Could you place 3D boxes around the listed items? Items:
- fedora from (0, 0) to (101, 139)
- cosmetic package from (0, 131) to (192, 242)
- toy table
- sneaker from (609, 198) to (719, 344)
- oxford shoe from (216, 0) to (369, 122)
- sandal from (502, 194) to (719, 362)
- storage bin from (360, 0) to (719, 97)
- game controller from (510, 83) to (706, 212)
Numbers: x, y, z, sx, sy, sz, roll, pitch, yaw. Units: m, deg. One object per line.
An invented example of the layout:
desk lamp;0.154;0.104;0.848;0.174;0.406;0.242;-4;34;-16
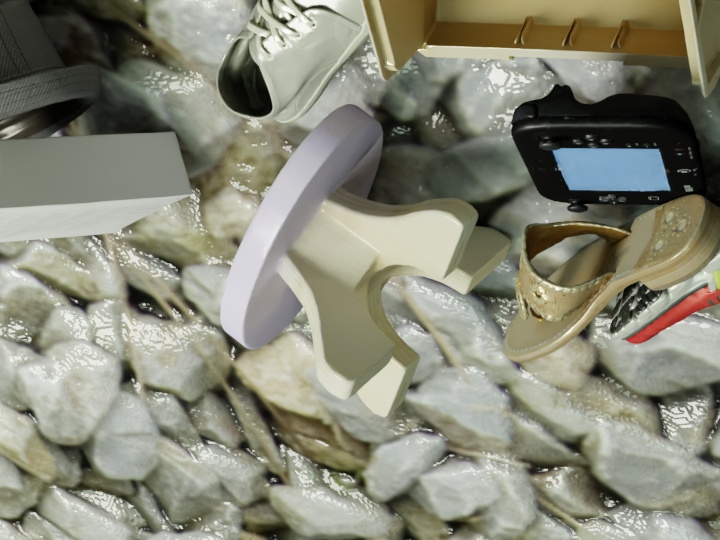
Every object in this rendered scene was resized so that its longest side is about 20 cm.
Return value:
fedora;-0.263;-0.118;1.838;0.200;0.177;0.090;-29;83;58
cosmetic package;-0.210;-0.054;1.831;0.082;0.200;0.051;-21;80;40
toy table;0.000;0.000;1.799;0.117;0.184;0.200;36;148;15
sneaker;0.232;0.004;1.747;0.085;0.077;0.200;35;138;-19
oxford shoe;-0.036;-0.156;1.722;0.075;0.058;0.200;60;143;23
sandal;0.135;-0.011;1.761;0.070;0.078;0.212;34;145;-21
storage bin;0.100;-0.196;1.604;0.200;0.094;0.199;4;132;23
game controller;0.149;-0.067;1.669;0.104;0.042;0.200;10;171;12
